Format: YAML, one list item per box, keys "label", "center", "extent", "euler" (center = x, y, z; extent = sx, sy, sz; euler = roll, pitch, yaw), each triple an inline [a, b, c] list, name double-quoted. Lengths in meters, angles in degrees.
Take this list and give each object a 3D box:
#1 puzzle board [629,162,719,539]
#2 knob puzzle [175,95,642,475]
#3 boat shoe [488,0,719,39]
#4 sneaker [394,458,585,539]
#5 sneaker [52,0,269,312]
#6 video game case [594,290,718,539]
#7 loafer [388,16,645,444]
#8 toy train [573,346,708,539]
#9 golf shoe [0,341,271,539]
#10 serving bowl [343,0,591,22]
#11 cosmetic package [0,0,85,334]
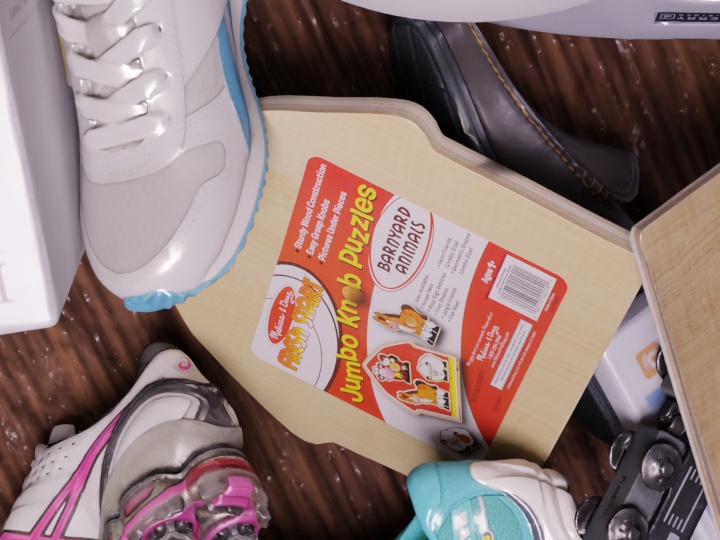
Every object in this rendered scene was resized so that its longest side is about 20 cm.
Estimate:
- label: "puzzle board"
  center: [0.189, -0.002, 0.715]
  extent: [0.199, 0.017, 0.152]
  euler: [-34, 119, -24]
- label: "knob puzzle"
  center: [0.000, 0.000, 0.749]
  extent: [0.218, 0.031, 0.221]
  euler: [17, 137, 16]
- label: "boat shoe"
  center: [0.111, -0.132, 0.731]
  extent: [0.198, 0.071, 0.070]
  euler: [3, 79, 4]
- label: "sneaker"
  center: [0.019, 0.150, 0.780]
  extent: [0.079, 0.078, 0.201]
  euler: [11, 123, -19]
- label: "sneaker"
  center: [-0.081, -0.085, 0.681]
  extent: [0.076, 0.081, 0.202]
  euler: [-11, 69, 29]
- label: "video game case"
  center: [0.206, 0.061, 0.776]
  extent: [0.181, 0.022, 0.201]
  euler: [-35, 107, -14]
- label: "loafer"
  center: [0.079, -0.028, 0.763]
  extent: [0.072, 0.073, 0.201]
  euler: [-35, 112, -10]
- label: "toy train"
  center: [0.145, 0.027, 0.721]
  extent: [0.046, 0.034, 0.201]
  euler: [30, 85, -24]
- label: "golf shoe"
  center: [-0.116, 0.116, 0.805]
  extent: [0.072, 0.093, 0.200]
  euler: [15, 130, -46]
- label: "serving bowl"
  center: [0.036, -0.148, 0.665]
  extent: [0.198, 0.201, 0.066]
  euler: [0, 134, -1]
- label: "cosmetic package"
  center: [-0.195, -0.087, 0.681]
  extent: [0.166, 0.167, 0.202]
  euler: [-9, 109, 2]
